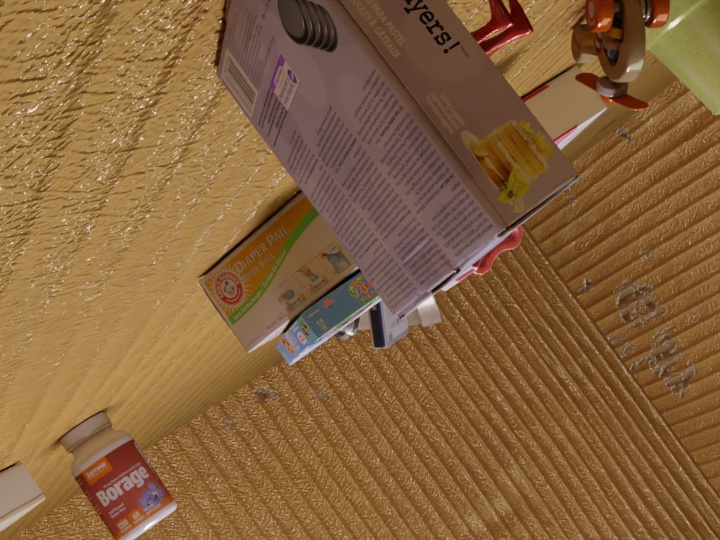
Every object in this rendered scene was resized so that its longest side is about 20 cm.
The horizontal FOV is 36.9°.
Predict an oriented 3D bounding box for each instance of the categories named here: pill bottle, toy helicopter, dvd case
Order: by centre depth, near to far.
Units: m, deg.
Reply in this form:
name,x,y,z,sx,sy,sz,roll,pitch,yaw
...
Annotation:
name,x,y,z,sx,sy,sz,roll,pitch,yaw
toy helicopter,0.279,-0.248,1.216,0.079,0.132,0.200,-6,-169,-6
dvd case,0.033,0.003,1.555,0.025,0.200,0.150,-6,-177,15
pill bottle,-0.397,0.335,1.753,0.112,0.200,0.112,-35,175,-3

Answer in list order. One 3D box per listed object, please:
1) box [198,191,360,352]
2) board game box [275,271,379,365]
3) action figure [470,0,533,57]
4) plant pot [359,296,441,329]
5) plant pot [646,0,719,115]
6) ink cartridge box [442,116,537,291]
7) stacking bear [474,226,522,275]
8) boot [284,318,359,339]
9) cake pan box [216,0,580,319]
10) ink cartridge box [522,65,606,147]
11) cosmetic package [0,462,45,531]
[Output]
name,x,y,z,sx,sy,sz,roll,pitch,yaw
box,-0.067,-0.010,1.215,0.200,0.101,0.112,-38,175,31
board game box,-0.015,0.039,1.225,0.151,0.037,0.200,-35,177,-17
action figure,0.035,-0.152,0.843,0.200,0.052,0.065,-32,172,28
plant pot,0.038,0.028,1.996,0.173,0.200,0.200,-19,176,2
plant pot,0.527,-0.339,1.594,0.200,0.184,0.200,-35,176,-3
ink cartridge box,0.118,-0.092,1.260,0.145,0.083,0.200,131,-17,-75
stacking bear,0.157,-0.079,1.835,0.121,0.114,0.200,-39,-153,-21
boot,-0.114,0.055,1.626,0.151,0.073,0.200,6,-168,-40
cake pan box,0.003,-0.076,0.551,0.052,0.184,0.200,-34,174,-18
ink cartridge box,0.262,-0.208,1.659,0.145,0.084,0.200,-33,174,-24
cosmetic package,-0.575,0.366,1.598,0.104,0.073,0.200,-37,176,22
